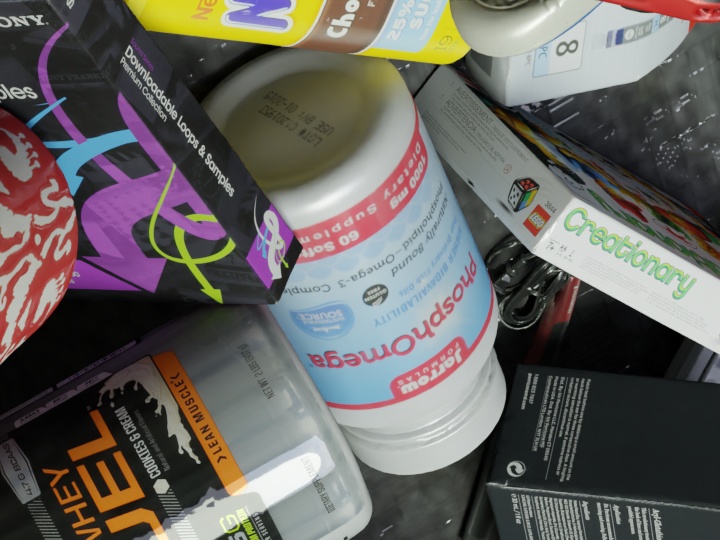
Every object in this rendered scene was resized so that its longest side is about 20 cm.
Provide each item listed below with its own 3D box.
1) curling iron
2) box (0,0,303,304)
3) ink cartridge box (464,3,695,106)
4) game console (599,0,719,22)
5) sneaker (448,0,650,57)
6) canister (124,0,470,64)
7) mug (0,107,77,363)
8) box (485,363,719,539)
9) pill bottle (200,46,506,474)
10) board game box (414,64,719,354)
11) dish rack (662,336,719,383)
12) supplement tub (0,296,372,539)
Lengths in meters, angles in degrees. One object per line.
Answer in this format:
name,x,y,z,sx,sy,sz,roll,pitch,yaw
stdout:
curling iron,0.075,0.063,1.481,0.049,0.026,0.201,4,127,-9
box,-0.130,-0.057,1.196,0.200,0.142,0.036,56,47,-42
ink cartridge box,0.149,-0.169,1.342,0.199,0.047,0.161,-12,127,-22
game console,0.071,-0.201,1.163,0.176,0.201,0.031,13,152,-16
sneaker,0.111,-0.134,1.229,0.200,0.076,0.112,-57,145,-32
canister,-0.030,-0.163,1.211,0.199,0.087,0.149,3,119,-35
mug,-0.206,0.020,1.093,0.177,0.200,0.134,-41,92,24
box,0.149,0.139,1.473,0.140,0.079,0.201,8,145,16
pill bottle,0.000,0.000,1.330,0.108,0.109,0.201,-33,133,-7
board game box,0.123,-0.019,1.380,0.199,0.126,0.035,26,106,-41
dish rack,0.231,0.049,1.553,0.171,0.044,0.201,12,114,-36
supplement tub,-0.105,0.104,1.254,0.199,0.123,0.123,-30,133,-6
